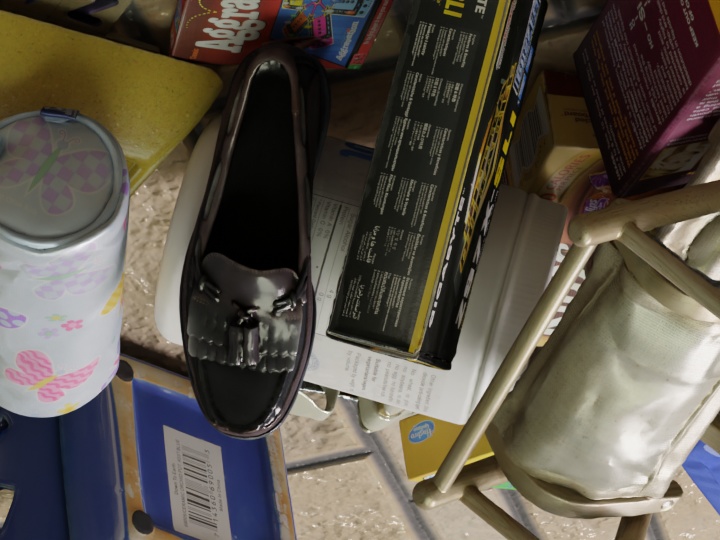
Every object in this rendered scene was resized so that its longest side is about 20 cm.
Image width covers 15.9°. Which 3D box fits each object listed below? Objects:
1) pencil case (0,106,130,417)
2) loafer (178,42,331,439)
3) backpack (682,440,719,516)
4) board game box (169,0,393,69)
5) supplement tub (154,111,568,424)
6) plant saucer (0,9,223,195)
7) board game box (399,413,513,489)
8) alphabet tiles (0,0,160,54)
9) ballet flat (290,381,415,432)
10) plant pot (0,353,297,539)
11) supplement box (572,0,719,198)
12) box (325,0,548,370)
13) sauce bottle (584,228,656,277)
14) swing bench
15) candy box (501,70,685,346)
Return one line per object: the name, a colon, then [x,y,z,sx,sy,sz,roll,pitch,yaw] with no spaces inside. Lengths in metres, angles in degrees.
pencil case: [-0.166,0.000,1.331,0.090,0.084,0.200,5,150,-3]
loafer: [-0.055,-0.016,1.281,0.071,0.201,0.063,7,179,5]
backpack: [0.258,0.041,1.461,0.167,0.201,0.163,-15,131,21]
board game box: [-0.033,-0.141,1.249,0.102,0.020,0.200,3,164,-9]
supplement tub: [0.000,0.000,1.374,0.199,0.133,0.132,15,146,3]
plant saucer: [-0.201,-0.059,1.357,0.199,0.049,0.200,14,147,-26]
board game box: [0.147,0.093,1.605,0.152,0.041,0.199,9,157,-45]
alphabet tiles: [-0.208,-0.102,1.351,0.166,0.006,0.200,15,141,-29]
ballet flat: [-0.011,0.065,1.576,0.199,0.075,0.074,11,143,-24]
plant pot: [-0.151,0.170,1.603,0.199,0.201,0.180,24,131,-36]
supplement box: [0.188,-0.117,1.256,0.110,0.086,0.200,-11,163,-15]
box: [0.040,-0.055,1.228,0.049,0.201,0.160,15,178,7]
sauce bottle: [0.217,-0.020,1.368,0.199,0.065,0.065,-19,145,28]
swing bench: [0.157,0.043,1.246,0.130,0.200,0.199,39,130,12]
candy box: [0.128,-0.029,1.464,0.116,0.057,0.200,5,144,-16]
